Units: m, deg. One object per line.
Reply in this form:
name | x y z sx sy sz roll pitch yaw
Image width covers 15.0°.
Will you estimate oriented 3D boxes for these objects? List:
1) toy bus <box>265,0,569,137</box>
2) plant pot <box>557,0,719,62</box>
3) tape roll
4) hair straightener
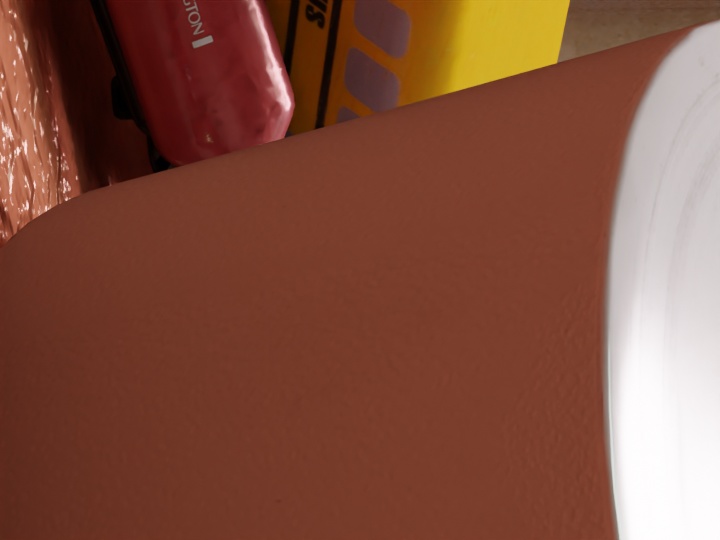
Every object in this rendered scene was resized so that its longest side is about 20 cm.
toy bus | 0.006 -0.068 0.662 0.065 0.078 0.200 -39 153 -33
plant pot | 0.125 -0.028 0.857 0.200 0.177 0.200 -94 176 -64
tape roll | 0.030 0.066 0.506 0.203 0.139 0.203 35 48 -51
hair straightener | -0.030 -0.030 0.659 0.200 0.041 0.077 67 -8 -29
